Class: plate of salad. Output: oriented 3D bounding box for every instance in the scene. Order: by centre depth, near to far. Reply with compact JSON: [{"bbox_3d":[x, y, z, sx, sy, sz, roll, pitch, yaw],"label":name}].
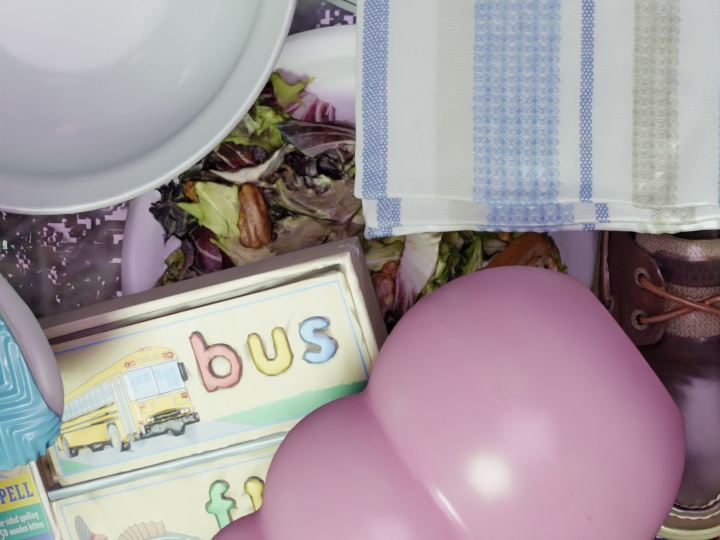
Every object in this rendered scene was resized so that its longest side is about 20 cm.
[{"bbox_3d":[0.000,0.000,1.069,0.198,0.048,0.202,0,92,2],"label":"plate of salad"}]

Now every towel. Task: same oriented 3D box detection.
[{"bbox_3d":[0.086,-0.086,0.987,0.199,0.024,0.148,0,90,29],"label":"towel"}]

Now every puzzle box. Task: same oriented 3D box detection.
[{"bbox_3d":[-0.076,0.074,1.055,0.199,0.025,0.134,-15,101,13],"label":"puzzle box"}]

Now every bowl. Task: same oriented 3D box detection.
[{"bbox_3d":[-0.120,-0.123,1.047,0.200,0.090,0.203,0,91,2],"label":"bowl"}]

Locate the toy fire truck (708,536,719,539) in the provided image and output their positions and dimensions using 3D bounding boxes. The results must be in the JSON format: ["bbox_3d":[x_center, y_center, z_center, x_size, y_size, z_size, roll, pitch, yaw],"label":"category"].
[{"bbox_3d":[0.126,0.186,1.048,0.198,0.112,0.169,0,110,3],"label":"toy fire truck"}]

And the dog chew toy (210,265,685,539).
[{"bbox_3d":[0.021,0.090,0.970,0.200,0.125,0.125,-37,90,0],"label":"dog chew toy"}]

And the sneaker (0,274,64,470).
[{"bbox_3d":[-0.175,-0.002,1.027,0.200,0.081,0.077,45,114,24],"label":"sneaker"}]

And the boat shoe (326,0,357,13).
[{"bbox_3d":[0.068,-0.136,1.052,0.198,0.067,0.074,0,92,2],"label":"boat shoe"}]

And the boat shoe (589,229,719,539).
[{"bbox_3d":[0.124,0.002,1.027,0.072,0.072,0.201,2,74,2],"label":"boat shoe"}]
